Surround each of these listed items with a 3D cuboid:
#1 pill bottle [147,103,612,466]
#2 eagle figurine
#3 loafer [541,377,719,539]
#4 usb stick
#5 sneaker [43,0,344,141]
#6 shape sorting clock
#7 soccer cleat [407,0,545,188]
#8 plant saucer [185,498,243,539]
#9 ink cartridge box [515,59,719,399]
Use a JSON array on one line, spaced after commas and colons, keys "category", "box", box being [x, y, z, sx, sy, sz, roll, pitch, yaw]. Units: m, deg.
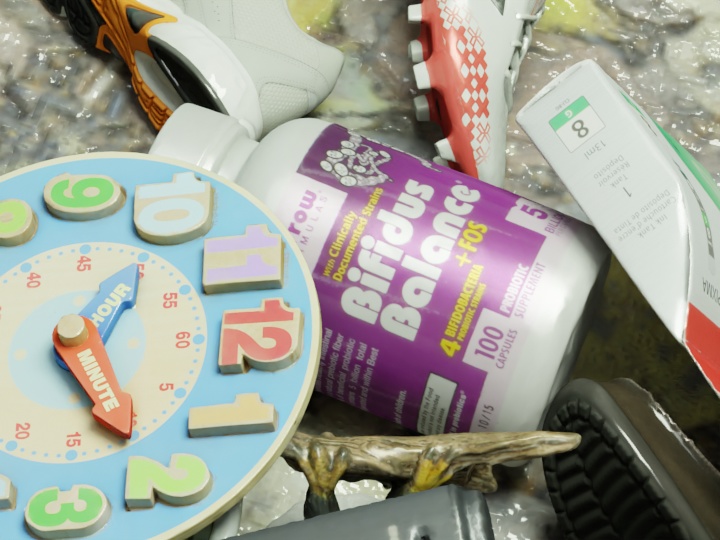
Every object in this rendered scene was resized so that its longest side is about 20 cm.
[{"category": "pill bottle", "box": [0.000, 0.000, 1.292, 0.200, 0.112, 0.112, 21, 56, 8]}, {"category": "eagle figurine", "box": [0.000, 0.163, 1.191, 0.151, 0.151, 0.201, -4, 82, 39]}, {"category": "loafer", "box": [0.153, 0.122, 1.243, 0.071, 0.073, 0.200, -36, 87, -37]}, {"category": "usb stick", "box": [-0.047, 0.124, 1.117, 0.199, 0.033, 0.056, -14, 51, 6]}, {"category": "sneaker", "box": [-0.087, -0.137, 1.410, 0.092, 0.076, 0.200, -26, 69, -31]}, {"category": "shape sorting clock", "box": [-0.114, 0.032, 1.198, 0.199, 0.039, 0.200, -3, 55, 4]}, {"category": "soccer cleat", "box": [0.061, -0.129, 1.387, 0.085, 0.069, 0.201, -8, 76, -1]}, {"category": "plant saucer", "box": [-0.144, 0.104, 1.205, 0.200, 0.050, 0.201, -3, 55, 5]}, {"category": "ink cartridge box", "box": [0.160, 0.016, 1.274, 0.050, 0.161, 0.200, -40, 62, 9]}]
